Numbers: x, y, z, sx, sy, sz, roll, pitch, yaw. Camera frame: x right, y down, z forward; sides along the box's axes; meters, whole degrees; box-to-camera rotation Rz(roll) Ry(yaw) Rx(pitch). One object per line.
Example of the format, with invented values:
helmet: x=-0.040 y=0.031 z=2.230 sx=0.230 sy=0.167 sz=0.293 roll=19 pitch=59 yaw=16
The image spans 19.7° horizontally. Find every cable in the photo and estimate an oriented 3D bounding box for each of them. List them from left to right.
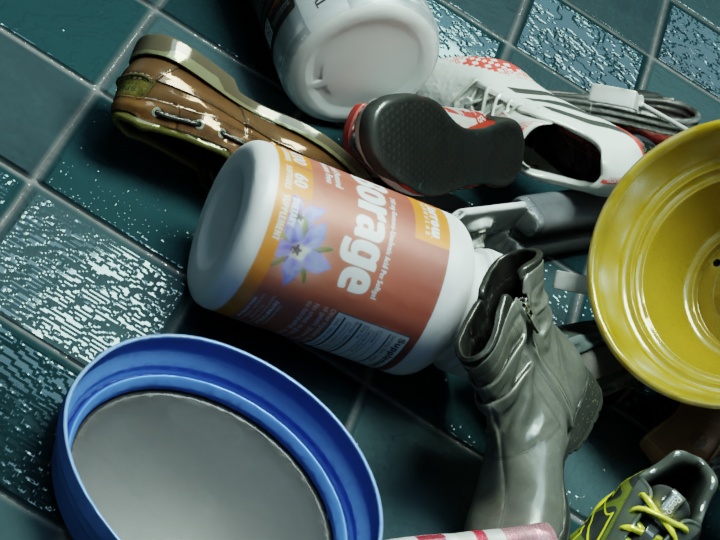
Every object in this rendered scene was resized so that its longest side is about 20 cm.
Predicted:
cable: x=0.192 y=-0.119 z=1.669 sx=0.200 sy=0.050 sz=0.097 roll=-2 pitch=19 yaw=-32

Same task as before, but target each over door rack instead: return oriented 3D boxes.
over door rack: x=0.226 y=-0.040 z=1.492 sx=0.066 sy=0.148 sz=0.200 roll=10 pitch=-2 yaw=39

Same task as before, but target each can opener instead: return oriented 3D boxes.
can opener: x=0.111 y=-0.044 z=1.518 sx=0.200 sy=0.053 sz=0.067 roll=-10 pitch=54 yaw=-47

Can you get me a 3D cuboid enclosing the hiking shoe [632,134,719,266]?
hiking shoe: x=0.286 y=-0.048 z=1.625 sx=0.200 sy=0.101 sz=0.076 roll=46 pitch=36 yaw=14

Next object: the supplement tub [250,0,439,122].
supplement tub: x=-0.024 y=-0.218 z=1.546 sx=0.122 sy=0.123 sz=0.200 roll=8 pitch=44 yaw=-33

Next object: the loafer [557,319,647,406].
loafer: x=0.153 y=0.069 z=1.427 sx=0.200 sy=0.072 sz=0.063 roll=-6 pitch=96 yaw=-47

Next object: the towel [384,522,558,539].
towel: x=0.043 y=0.216 z=1.137 sx=0.200 sy=0.023 sz=0.144 roll=-1 pitch=73 yaw=-36

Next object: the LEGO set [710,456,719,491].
LEGO set: x=0.335 y=0.146 z=1.375 sx=0.154 sy=0.116 sz=0.200 roll=-26 pitch=88 yaw=-46

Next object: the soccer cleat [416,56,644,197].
soccer cleat: x=0.118 y=-0.108 z=1.545 sx=0.200 sy=0.069 sz=0.085 roll=28 pitch=20 yaw=23

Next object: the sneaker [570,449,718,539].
sneaker: x=0.161 y=0.172 z=1.283 sx=0.074 sy=0.085 sz=0.200 roll=38 pitch=35 yaw=4

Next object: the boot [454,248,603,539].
boot: x=0.084 y=0.091 z=1.255 sx=0.131 sy=0.068 sz=0.200 roll=61 pitch=36 yaw=-37

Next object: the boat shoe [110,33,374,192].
boat shoe: x=-0.082 y=-0.076 z=1.395 sx=0.200 sy=0.072 sz=0.068 roll=31 pitch=65 yaw=-20

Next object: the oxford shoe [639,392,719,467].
oxford shoe: x=0.252 y=0.082 z=1.477 sx=0.071 sy=0.071 sz=0.200 roll=35 pitch=37 yaw=6

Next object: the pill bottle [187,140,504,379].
pill bottle: x=0.000 y=0.000 z=1.324 sx=0.200 sy=0.112 sz=0.112 roll=20 pitch=38 yaw=-21

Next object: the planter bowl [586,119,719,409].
planter bowl: x=0.260 y=0.005 z=1.398 sx=0.201 sy=0.200 sz=0.083 roll=57 pitch=9 yaw=28

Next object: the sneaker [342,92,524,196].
sneaker: x=0.022 y=-0.088 z=1.438 sx=0.108 sy=0.067 sz=0.201 roll=7 pitch=4 yaw=32

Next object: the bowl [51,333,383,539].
bowl: x=-0.083 y=0.124 z=1.177 sx=0.200 sy=0.039 sz=0.201 roll=22 pitch=37 yaw=-18
